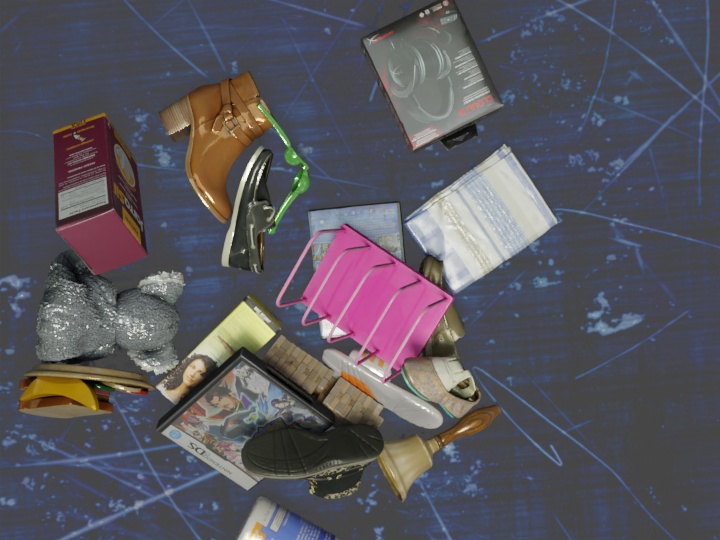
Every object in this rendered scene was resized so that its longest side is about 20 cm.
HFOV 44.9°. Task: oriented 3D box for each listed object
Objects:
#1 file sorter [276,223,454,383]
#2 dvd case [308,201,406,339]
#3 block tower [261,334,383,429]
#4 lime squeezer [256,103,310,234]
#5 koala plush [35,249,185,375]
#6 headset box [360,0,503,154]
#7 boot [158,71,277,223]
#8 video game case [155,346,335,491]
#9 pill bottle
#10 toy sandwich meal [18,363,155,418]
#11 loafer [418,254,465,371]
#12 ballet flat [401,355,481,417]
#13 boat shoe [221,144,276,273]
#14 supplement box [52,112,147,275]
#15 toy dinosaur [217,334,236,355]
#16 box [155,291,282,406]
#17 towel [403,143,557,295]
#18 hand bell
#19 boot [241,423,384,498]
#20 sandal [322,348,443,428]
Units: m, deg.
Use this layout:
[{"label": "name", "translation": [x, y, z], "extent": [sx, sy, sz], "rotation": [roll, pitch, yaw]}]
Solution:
[{"label": "file sorter", "translation": [0.002, 0.047, 1.237], "extent": [0.200, 0.125, 0.139], "rotation": [34, 106, 15]}, {"label": "dvd case", "translation": [0.000, 0.000, 1.336], "extent": [0.142, 0.018, 0.201], "rotation": [-5, 93, 1]}, {"label": "block tower", "translation": [-0.059, 0.182, 1.317], "extent": [0.200, 0.058, 0.054], "rotation": [36, 56, 0]}, {"label": "lime squeezer", "translation": [-0.112, -0.155, 1.309], "extent": [0.070, 0.038, 0.201], "rotation": [-2, 114, 3]}, {"label": "koala plush", "translation": [-0.360, 0.071, 1.281], "extent": [0.199, 0.184, 0.178], "rotation": [8, 94, -12]}, {"label": "headset box", "translation": [0.108, -0.277, 1.287], "extent": [0.148, 0.077, 0.201], "rotation": [-25, 92, 2]}, {"label": "boot", "translation": [-0.193, -0.186, 1.307], "extent": [0.155, 0.077, 0.201], "rotation": [-25, 86, -2]}, {"label": "video game case", "translation": [-0.170, 0.224, 1.285], "extent": [0.181, 0.026, 0.200], "rotation": [40, 116, -21]}, {"label": "pill bottle", "translation": [-0.092, 0.437, 1.319], "extent": [0.200, 0.112, 0.112], "rotation": [29, 94, 0]}, {"label": "toy sandwich meal", "translation": [-0.402, 0.181, 1.270], "extent": [0.204, 0.205, 0.071], "rotation": [5, 78, 1]}, {"label": "loafer", "translation": [0.122, 0.073, 1.315], "extent": [0.067, 0.076, 0.201], "rotation": [-4, 104, 0]}, {"label": "ballet flat", "translation": [0.122, 0.157, 1.249], "extent": [0.067, 0.200, 0.068], "rotation": [-30, 60, 13]}, {"label": "boat shoe", "translation": [-0.152, -0.089, 1.289], "extent": [0.067, 0.072, 0.201], "rotation": [18, 116, 4]}, {"label": "supplement box", "translation": [-0.371, -0.110, 1.238], "extent": [0.085, 0.110, 0.200], "rotation": [-19, 53, 2]}, {"label": "toy dinosaur", "translation": [-0.163, 0.196, 1.305], "extent": [0.106, 0.060, 0.201], "rotation": [-1, 115, -20]}, {"label": "box", "translation": [-0.214, 0.129, 1.331], "extent": [0.075, 0.050, 0.200], "rotation": [44, 93, -5]}, {"label": "towel", "translation": [0.182, -0.076, 1.326], "extent": [0.200, 0.024, 0.147], "rotation": [-36, 95, 5]}, {"label": "hand bell", "translation": [0.125, 0.257, 1.331], "extent": [0.199, 0.104, 0.104], "rotation": [-27, 93, -11]}, {"label": "boot", "translation": [-0.076, 0.291, 1.274], "extent": [0.203, 0.154, 0.074], "rotation": [-4, 56, -15]}, {"label": "sandal", "translation": [0.039, 0.168, 1.321], "extent": [0.206, 0.079, 0.059], "rotation": [28, 54, 8]}]
